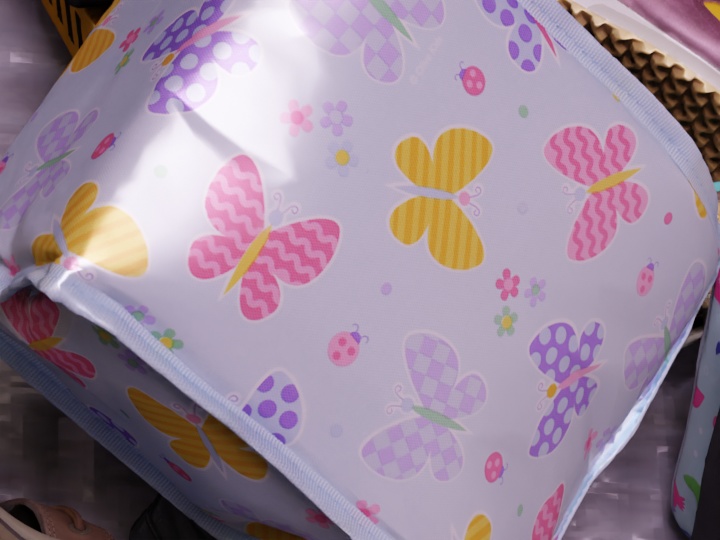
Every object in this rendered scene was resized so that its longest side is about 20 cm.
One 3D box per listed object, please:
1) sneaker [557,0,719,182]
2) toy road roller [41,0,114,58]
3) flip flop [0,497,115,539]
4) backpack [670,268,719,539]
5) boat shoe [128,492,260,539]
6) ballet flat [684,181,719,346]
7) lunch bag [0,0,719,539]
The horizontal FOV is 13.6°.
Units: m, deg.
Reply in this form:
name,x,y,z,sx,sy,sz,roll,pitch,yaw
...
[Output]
name,x,y,z,sx,sy,sz,roll,pitch,yaw
sneaker,0.096,-0.109,1.062,0.200,0.075,0.090,34,69,2
toy road roller,-0.059,-0.105,1.015,0.122,0.147,0.200,-8,32,-17
flip flop,-0.093,0.104,0.918,0.199,0.058,0.082,16,103,19
backpack,0.202,0.059,0.957,0.199,0.178,0.151,-8,39,-17
boat shoe,-0.014,0.147,0.933,0.200,0.066,0.074,59,23,12
ballet flat,0.046,0.010,1.007,0.199,0.071,0.071,-6,68,-16
lunch bag,0.000,0.000,0.880,0.200,0.127,0.170,40,72,-23
